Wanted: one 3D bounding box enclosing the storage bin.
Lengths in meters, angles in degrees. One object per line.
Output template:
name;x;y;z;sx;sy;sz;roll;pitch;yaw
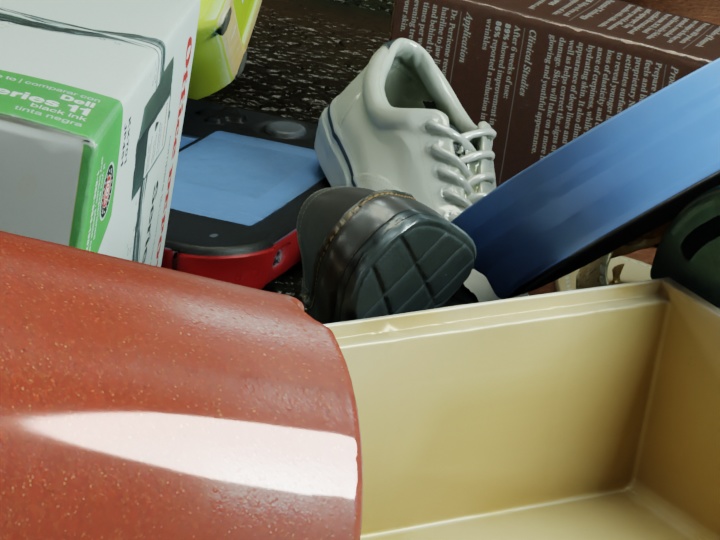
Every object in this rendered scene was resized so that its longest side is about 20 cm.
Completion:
storage bin;0.087;0.092;1.068;0.198;0.094;0.200;-7;27;-34

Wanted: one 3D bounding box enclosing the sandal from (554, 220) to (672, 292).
sandal;0.137;0.007;1.326;0.077;0.070;0.212;6;22;-8

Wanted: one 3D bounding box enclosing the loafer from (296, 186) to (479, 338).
loafer;0.000;0.000;1.182;0.072;0.073;0.200;46;-7;11

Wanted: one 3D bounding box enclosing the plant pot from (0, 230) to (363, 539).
plant pot;-0.116;0.071;0.937;0.195;0.201;0.201;8;20;-25

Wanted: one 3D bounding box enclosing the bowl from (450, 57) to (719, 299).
bowl;0.130;-0.048;1.219;0.200;0.039;0.201;-28;-4;-2

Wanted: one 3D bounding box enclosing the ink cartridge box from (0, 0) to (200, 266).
ink cartridge box;-0.131;-0.027;1.207;0.083;0.147;0.200;12;23;4

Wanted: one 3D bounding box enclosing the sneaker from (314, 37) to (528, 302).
sneaker;0.032;-0.035;1.349;0.073;0.071;0.200;8;33;-32

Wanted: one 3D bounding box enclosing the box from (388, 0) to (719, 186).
box;0.113;-0.083;1.499;0.199;0.100;0.075;18;23;20

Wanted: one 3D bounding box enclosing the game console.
game console;-0.092;-0.044;1.420;0.176;0.031;0.200;17;23;19

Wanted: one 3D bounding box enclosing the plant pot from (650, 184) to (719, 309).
plant pot;0.234;0.016;1.205;0.196;0.201;0.200;-17;33;-33

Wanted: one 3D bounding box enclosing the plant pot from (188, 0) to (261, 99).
plant pot;-0.129;-0.197;1.497;0.181;0.201;0.199;17;-9;3
